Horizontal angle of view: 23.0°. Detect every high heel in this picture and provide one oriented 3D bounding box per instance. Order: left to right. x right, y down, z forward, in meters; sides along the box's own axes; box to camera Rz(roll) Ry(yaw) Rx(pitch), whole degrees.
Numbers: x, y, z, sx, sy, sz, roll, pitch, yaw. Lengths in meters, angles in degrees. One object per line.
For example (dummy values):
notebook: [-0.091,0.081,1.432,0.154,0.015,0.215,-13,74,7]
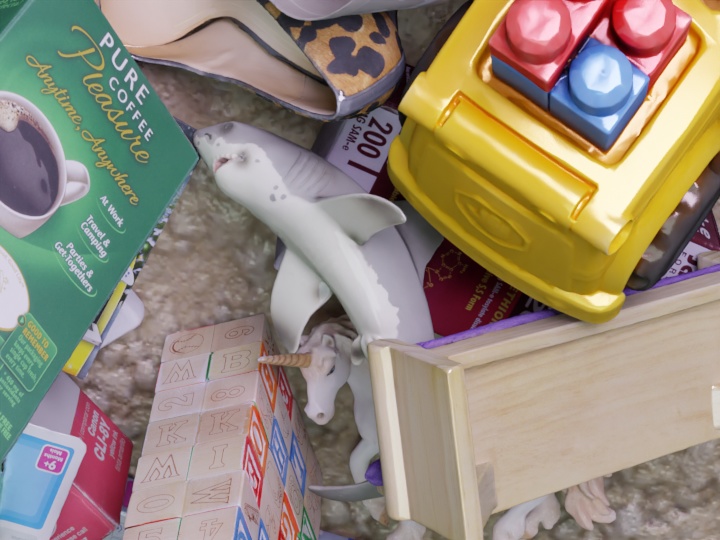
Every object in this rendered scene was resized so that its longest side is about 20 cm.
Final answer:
high heel: [-0.079,-0.108,0.798,0.198,0.143,0.072,-1,122,3]

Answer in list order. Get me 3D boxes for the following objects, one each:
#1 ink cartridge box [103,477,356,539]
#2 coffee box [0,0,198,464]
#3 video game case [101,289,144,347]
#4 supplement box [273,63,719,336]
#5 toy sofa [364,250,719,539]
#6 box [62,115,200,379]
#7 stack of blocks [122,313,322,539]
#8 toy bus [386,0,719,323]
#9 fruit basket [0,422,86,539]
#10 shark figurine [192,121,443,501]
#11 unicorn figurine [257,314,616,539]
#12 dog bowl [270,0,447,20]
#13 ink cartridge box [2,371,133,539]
ink cartridge box: [-0.064,0.199,1.037,0.199,0.042,0.120,17,119,-5]
coffee box: [-0.154,-0.025,0.754,0.044,0.201,0.123,-5,133,37]
video game case: [-0.244,-0.005,0.935,0.181,0.023,0.200,-30,114,18]
supplement box: [0.068,-0.019,0.892,0.199,0.061,0.109,21,118,-11]
toy sofa: [0.098,0.051,0.814,0.199,0.097,0.083,-14,106,-26]
box: [-0.184,-0.048,0.830,0.199,0.038,0.137,28,90,-36]
stack of blocks: [-0.066,0.126,0.901,0.058,0.200,0.116,-12,118,9]
toy bus: [0.104,-0.099,0.698,0.135,0.192,0.200,35,84,11]
fruit basket: [-0.250,0.140,0.840,0.184,0.094,0.201,22,97,-12]
shark figurine: [0.016,0.015,0.837,0.128,0.089,0.216,-6,113,45]
unicorn figurine: [0.038,0.088,0.958,0.198,0.074,0.138,-4,111,-12]
dog bowl: [0.014,-0.199,0.720,0.058,0.200,0.201,4,124,-28]
ink cartridge box: [-0.238,0.081,0.924,0.145,0.084,0.200,-32,115,18]
